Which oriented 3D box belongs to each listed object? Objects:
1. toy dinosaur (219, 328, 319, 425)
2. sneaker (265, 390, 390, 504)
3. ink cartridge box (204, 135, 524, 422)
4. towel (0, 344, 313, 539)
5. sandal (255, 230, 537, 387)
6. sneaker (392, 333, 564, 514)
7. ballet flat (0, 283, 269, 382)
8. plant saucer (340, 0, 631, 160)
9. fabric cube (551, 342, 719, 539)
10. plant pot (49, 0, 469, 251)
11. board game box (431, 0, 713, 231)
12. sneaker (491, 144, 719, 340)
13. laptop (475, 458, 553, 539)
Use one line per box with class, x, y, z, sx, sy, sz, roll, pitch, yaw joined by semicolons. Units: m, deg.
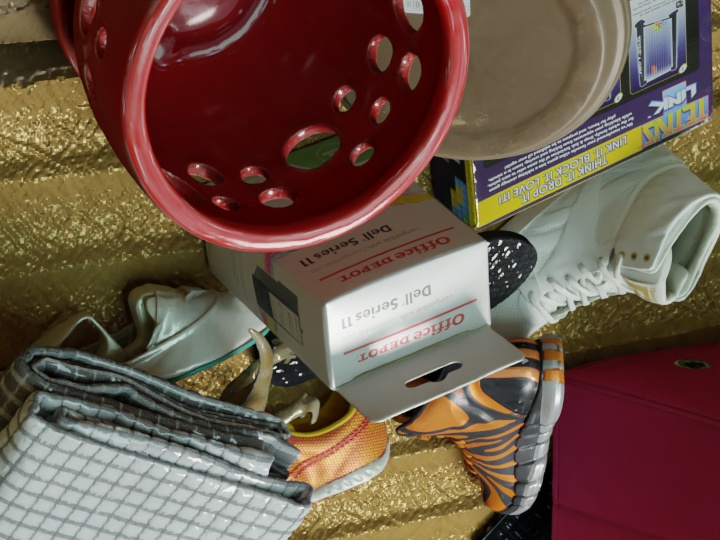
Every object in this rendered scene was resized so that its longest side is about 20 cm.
toy dinosaur;-0.072;0.088;1.450;0.101;0.058;0.200;-31;171;-43
sneaker;-0.076;0.136;1.540;0.200;0.073;0.077;-31;110;-21
ink cartridge box;0.000;0.000;1.401;0.117;0.200;0.067;-22;128;-24
towel;-0.149;0.138;1.381;0.200;0.086;0.166;19;122;-30
sandal;0.020;0.014;1.534;0.200;0.045;0.075;-22;140;-3
sneaker;0.074;0.103;1.617;0.112;0.078;0.200;1;143;-4
ballet flat;-0.144;0.048;1.429;0.200;0.069;0.070;-28;130;-18
plant saucer;0.062;-0.142;1.394;0.200;0.029;0.200;5;130;6
fabric cube;0.274;0.171;1.671;0.196;0.199;0.200;-8;102;-34
plant pot;-0.067;-0.137;1.271;0.200;0.183;0.201;-15;125;-22
board game box;0.136;-0.140;1.512;0.200;0.057;0.166;-25;131;-22
sneaker;0.157;0.001;1.575;0.200;0.116;0.074;-48;136;2
laptop;0.169;0.251;1.751;0.200;0.103;0.177;-46;134;-3
